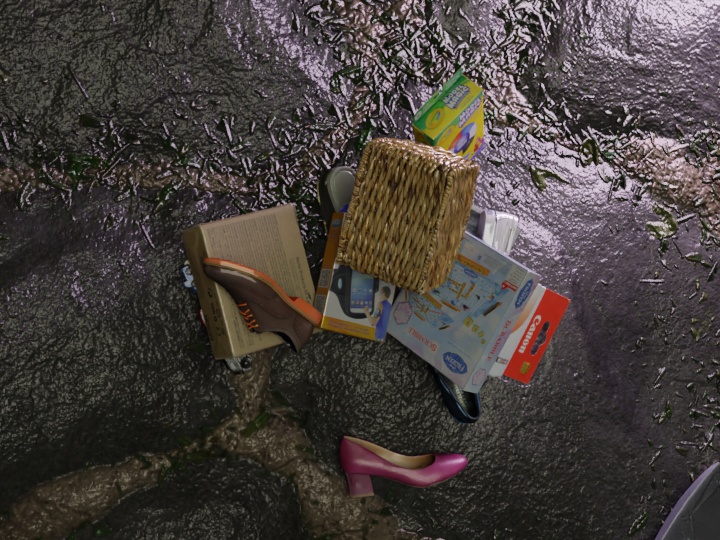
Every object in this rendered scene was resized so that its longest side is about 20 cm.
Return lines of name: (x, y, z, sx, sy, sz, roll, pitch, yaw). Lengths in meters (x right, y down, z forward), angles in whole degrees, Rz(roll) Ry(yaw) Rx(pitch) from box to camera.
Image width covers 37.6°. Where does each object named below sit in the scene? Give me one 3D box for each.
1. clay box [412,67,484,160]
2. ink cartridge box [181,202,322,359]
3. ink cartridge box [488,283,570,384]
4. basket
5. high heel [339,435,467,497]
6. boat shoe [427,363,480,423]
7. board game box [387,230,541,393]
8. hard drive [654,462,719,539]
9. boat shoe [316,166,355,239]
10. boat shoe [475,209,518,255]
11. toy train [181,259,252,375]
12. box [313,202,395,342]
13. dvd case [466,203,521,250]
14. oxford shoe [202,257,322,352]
clay box: (0.137, -0.213, 1.627, 0.048, 0.200, 0.115, 39, 77, 20)
ink cartridge box: (-0.159, 0.016, 1.577, 0.164, 0.075, 0.201, -15, 90, -34)
ink cartridge box: (0.249, 0.096, 1.660, 0.199, 0.050, 0.163, 23, 96, -37)
basket: (0.073, -0.086, 1.551, 0.148, 0.143, 0.201, 21, 109, 21)
high heel: (0.068, 0.289, 1.647, 0.198, 0.067, 0.097, -11, 101, -12)
boat shoe: (0.151, 0.145, 1.678, 0.084, 0.069, 0.201, -29, 95, -14)
board game box: (0.148, 0.049, 1.598, 0.041, 0.200, 0.200, 20, 102, -46)
hard drive: (0.584, 0.440, 1.795, 0.135, 0.042, 0.200, 42, 78, -10)
boat shoe: (-0.019, -0.062, 1.647, 0.071, 0.060, 0.203, -17, 101, -30)
boat shoe: (0.208, 0.007, 1.657, 0.065, 0.074, 0.202, 7, 105, -7)
toy train: (-0.222, 0.067, 1.602, 0.046, 0.034, 0.201, -25, 95, -2)
box: (0.000, 0.000, 1.601, 0.118, 0.041, 0.202, 15, 86, -32)
dvd case: (0.136, -0.044, 1.684, 0.199, 0.025, 0.151, 25, 99, -14)
oxford shoe: (-0.146, 0.048, 1.498, 0.199, 0.071, 0.073, 33, 74, -24)
